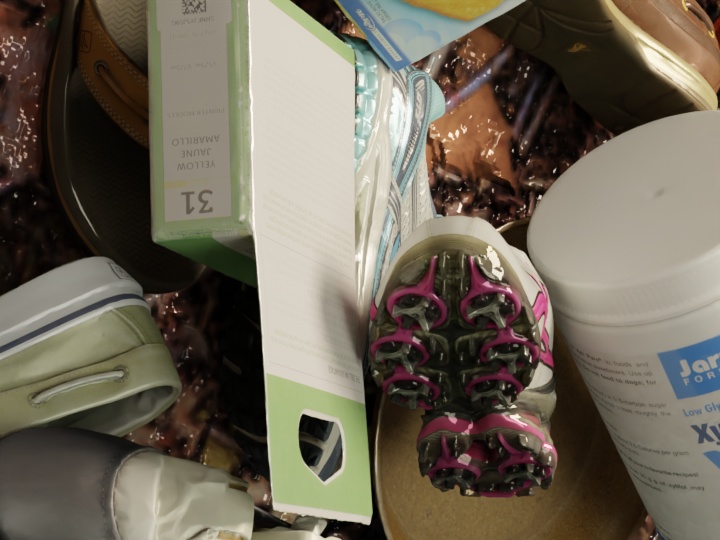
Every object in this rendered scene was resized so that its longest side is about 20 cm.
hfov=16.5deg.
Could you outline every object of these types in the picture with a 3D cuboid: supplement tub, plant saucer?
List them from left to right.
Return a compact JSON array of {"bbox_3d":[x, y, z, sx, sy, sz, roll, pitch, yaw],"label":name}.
[{"bbox_3d":[0.072,0.069,1.185,0.200,0.035,0.200,-9,105,-39],"label":"plant saucer"},{"bbox_3d":[0.171,0.042,1.155,0.132,0.132,0.200,-45,125,-25],"label":"supplement tub"}]

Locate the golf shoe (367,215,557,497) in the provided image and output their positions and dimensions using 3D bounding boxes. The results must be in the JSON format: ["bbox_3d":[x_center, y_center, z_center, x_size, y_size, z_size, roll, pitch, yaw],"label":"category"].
[{"bbox_3d":[0.044,0.021,1.048,0.200,0.073,0.092,76,16,-62],"label":"golf shoe"}]

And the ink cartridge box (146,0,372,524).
[{"bbox_3d":[-0.037,-0.004,0.962,0.146,0.048,0.200,27,61,-73],"label":"ink cartridge box"}]

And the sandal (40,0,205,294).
[{"bbox_3d":[-0.081,-0.088,1.009,0.082,0.055,0.200,-1,99,-41],"label":"sandal"}]

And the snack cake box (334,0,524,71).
[{"bbox_3d":[0.006,-0.191,1.010,0.200,0.115,0.067,48,27,-31],"label":"snack cake box"}]

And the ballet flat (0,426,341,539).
[{"bbox_3d":[-0.053,0.103,0.927,0.200,0.073,0.073,35,75,-41],"label":"ballet flat"}]

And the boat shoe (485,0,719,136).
[{"bbox_3d":[0.102,-0.136,1.154,0.200,0.072,0.068,40,56,-36],"label":"boat shoe"}]

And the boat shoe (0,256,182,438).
[{"bbox_3d":[-0.161,0.067,0.926,0.200,0.062,0.072,-32,154,-8],"label":"boat shoe"}]

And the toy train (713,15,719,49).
[{"bbox_3d":[0.247,-0.104,1.295,0.150,0.056,0.200,-54,131,-21],"label":"toy train"}]

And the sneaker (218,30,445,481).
[{"bbox_3d":[0.000,0.000,1.084,0.086,0.078,0.200,7,94,-45],"label":"sneaker"}]
